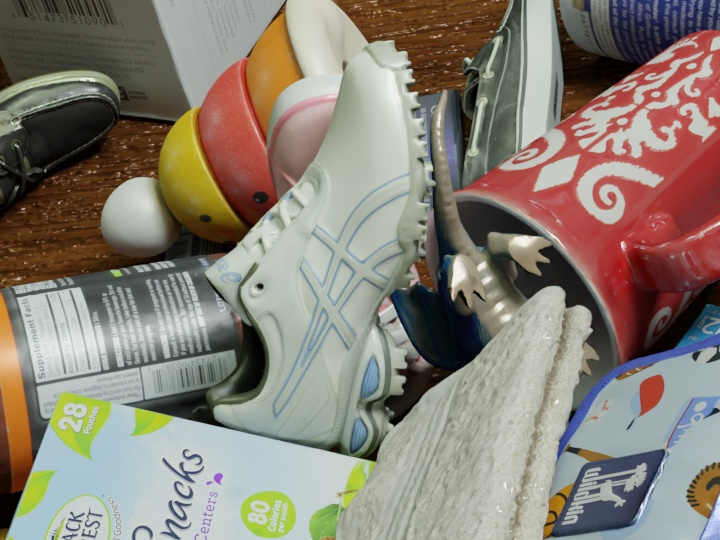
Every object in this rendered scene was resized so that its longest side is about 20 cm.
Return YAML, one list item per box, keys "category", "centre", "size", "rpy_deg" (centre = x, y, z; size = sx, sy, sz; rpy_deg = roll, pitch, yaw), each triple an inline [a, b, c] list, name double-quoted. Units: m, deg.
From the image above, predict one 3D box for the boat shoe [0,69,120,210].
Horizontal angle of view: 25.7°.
- category: "boat shoe"
  centre: [-0.253, -0.072, 1.081]
  size: [0.199, 0.072, 0.066]
  rpy_deg: [-21, 51, -3]

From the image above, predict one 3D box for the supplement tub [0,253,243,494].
- category: "supplement tub"
  centre: [-0.152, 0.057, 0.837]
  size: [0.198, 0.108, 0.107]
  rpy_deg: [-10, 38, -18]

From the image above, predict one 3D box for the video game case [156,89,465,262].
- category: "video game case"
  centre: [-0.030, -0.052, 1.017]
  size: [0.198, 0.019, 0.144]
  rpy_deg: [-8, 42, 8]

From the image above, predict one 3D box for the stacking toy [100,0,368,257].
- category: "stacking toy"
  centre: [-0.071, -0.062, 0.963]
  size: [0.199, 0.146, 0.147]
  rpy_deg: [-29, 38, 16]

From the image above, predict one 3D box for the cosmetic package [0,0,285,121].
- category: "cosmetic package"
  centre: [-0.162, -0.238, 1.153]
  size: [0.163, 0.166, 0.201]
  rpy_deg: [9, 48, 26]

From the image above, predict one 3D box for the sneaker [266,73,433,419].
- category: "sneaker"
  centre: [0.000, 0.000, 0.819]
  size: [0.075, 0.201, 0.105]
  rpy_deg: [-11, 47, -4]

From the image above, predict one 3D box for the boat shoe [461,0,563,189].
- category: "boat shoe"
  centre: [0.095, -0.122, 1.012]
  size: [0.063, 0.071, 0.201]
  rpy_deg: [-3, 45, 13]

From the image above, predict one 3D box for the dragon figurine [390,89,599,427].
- category: "dragon figurine"
  centre: [0.056, 0.018, 0.777]
  size: [0.059, 0.201, 0.099]
  rpy_deg: [-34, 10, -20]

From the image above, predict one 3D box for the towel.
- category: "towel"
  centre: [0.033, 0.096, 0.644]
  size: [0.133, 0.034, 0.201]
  rpy_deg: [-47, 11, 33]

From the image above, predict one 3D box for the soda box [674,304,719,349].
- category: "soda box"
  centre: [0.236, 0.088, 0.736]
  size: [0.199, 0.068, 0.064]
  rpy_deg: [22, 54, 36]

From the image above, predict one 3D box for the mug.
- category: "mug"
  centre: [0.163, -0.028, 0.848]
  size: [0.177, 0.134, 0.200]
  rpy_deg: [26, 52, 39]

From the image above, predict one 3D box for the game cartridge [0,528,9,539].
- category: "game cartridge"
  centre: [-0.140, 0.199, 0.769]
  size: [0.198, 0.033, 0.177]
  rpy_deg: [-4, 43, 12]

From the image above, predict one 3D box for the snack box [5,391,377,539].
- category: "snack box"
  centre: [-0.064, 0.155, 0.711]
  size: [0.198, 0.068, 0.170]
  rpy_deg: [12, 43, -2]

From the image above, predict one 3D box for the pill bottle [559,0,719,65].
- category: "pill bottle"
  centre: [0.235, -0.176, 0.986]
  size: [0.199, 0.120, 0.120]
  rpy_deg: [21, 53, 35]

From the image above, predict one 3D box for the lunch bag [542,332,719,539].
- category: "lunch bag"
  centre: [0.113, 0.132, 0.613]
  size: [0.123, 0.201, 0.171]
  rpy_deg: [27, 56, 10]

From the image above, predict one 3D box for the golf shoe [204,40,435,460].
- category: "golf shoe"
  centre: [-0.022, -0.009, 0.740]
  size: [0.096, 0.202, 0.078]
  rpy_deg: [5, 12, -15]
